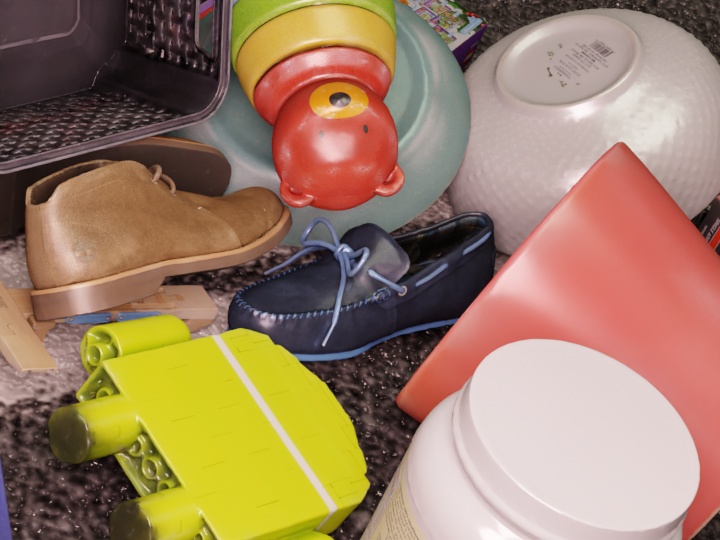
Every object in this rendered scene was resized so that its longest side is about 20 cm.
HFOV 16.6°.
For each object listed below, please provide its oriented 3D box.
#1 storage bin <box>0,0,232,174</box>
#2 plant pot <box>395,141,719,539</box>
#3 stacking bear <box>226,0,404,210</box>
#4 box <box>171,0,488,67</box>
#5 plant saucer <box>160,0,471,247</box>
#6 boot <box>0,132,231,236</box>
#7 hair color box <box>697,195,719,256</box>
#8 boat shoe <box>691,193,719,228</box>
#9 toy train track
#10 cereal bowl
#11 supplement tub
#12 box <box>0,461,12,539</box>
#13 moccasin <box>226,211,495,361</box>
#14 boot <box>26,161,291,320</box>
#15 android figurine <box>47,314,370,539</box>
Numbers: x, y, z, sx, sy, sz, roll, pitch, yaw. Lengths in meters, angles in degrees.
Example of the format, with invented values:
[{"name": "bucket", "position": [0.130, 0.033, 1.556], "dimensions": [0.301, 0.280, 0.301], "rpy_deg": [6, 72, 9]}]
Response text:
[{"name": "storage bin", "position": [-0.172, -0.145, 1.398], "dimensions": [0.093, 0.136, 0.199], "rpy_deg": [19, 25, 36]}, {"name": "plant pot", "position": [0.147, 0.059, 1.409], "dimensions": [0.177, 0.201, 0.200], "rpy_deg": [42, 40, 4]}, {"name": "stacking bear", "position": [-0.026, -0.129, 1.464], "dimensions": [0.120, 0.114, 0.201], "rpy_deg": [-3, 59, -14]}, {"name": "box", "position": [-0.019, -0.154, 1.657], "dimensions": [0.136, 0.039, 0.200], "rpy_deg": [36, 40, 12]}, {"name": "plant saucer", "position": [-0.028, -0.109, 1.540], "dimensions": [0.198, 0.036, 0.201], "rpy_deg": [1, 61, -2]}, {"name": "boot", "position": [-0.173, -0.065, 1.453], "dimensions": [0.198, 0.074, 0.076], "rpy_deg": [-3, 40, -27]}, {"name": "hair color box", "position": [0.270, 0.057, 1.532], "dimensions": [0.061, 0.102, 0.201], "rpy_deg": [-4, 47, -35]}, {"name": "boat shoe", "position": [0.214, -0.050, 1.666], "dimensions": [0.068, 0.072, 0.200], "rpy_deg": [-40, 75, -10]}, {"name": "toy train track", "position": [-0.171, 0.029, 1.380], "dimensions": [0.199, 0.033, 0.115], "rpy_deg": [-1, 39, -38]}, {"name": "cereal bowl", "position": [0.140, -0.102, 1.577], "dimensions": [0.198, 0.084, 0.201], "rpy_deg": [-12, 40, 11]}, {"name": "supplement tub", "position": [0.074, 0.147, 1.243], "dimensions": [0.144, 0.201, 0.146], "rpy_deg": [15, 40, -13]}, {"name": "box", "position": [-0.233, 0.133, 1.225], "dimensions": [0.120, 0.033, 0.201], "rpy_deg": [6, 44, -23]}, {"name": "moccasin", "position": [0.000, 0.000, 1.464], "dimensions": [0.080, 0.069, 0.199], "rpy_deg": [32, 32, 33]}, {"name": "boot", "position": [-0.110, -0.031, 1.387], "dimensions": [0.199, 0.073, 0.076], "rpy_deg": [-19, 99, -52]}, {"name": "android figurine", "position": [-0.073, 0.096, 1.326], "dimensions": [0.199, 0.041, 0.182], "rpy_deg": [-13, 61, -53]}]
